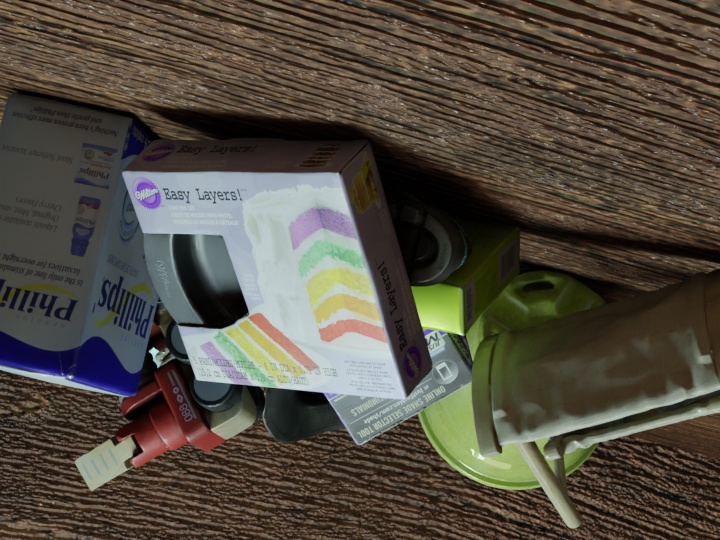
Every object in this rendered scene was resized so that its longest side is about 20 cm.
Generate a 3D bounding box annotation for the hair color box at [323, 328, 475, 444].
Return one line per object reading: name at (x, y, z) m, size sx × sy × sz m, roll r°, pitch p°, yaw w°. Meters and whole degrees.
hair color box at (0.024, 0.050, 1.241) m, size 0.065 × 0.109 × 0.200 m, roll 57°, pitch -171°, yaw -21°

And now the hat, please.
hat at (-0.031, 0.077, 1.493) m, size 0.200 × 0.201 × 0.081 m, roll 23°, pitch -155°, yaw -54°

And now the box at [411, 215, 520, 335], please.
box at (0.012, -0.008, 1.182) m, size 0.199 × 0.048 × 0.122 m, roll 10°, pitch -152°, yaw 25°

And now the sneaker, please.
sneaker at (-0.011, -0.037, 1.114) m, size 0.199 × 0.076 × 0.079 m, roll 22°, pitch -165°, yaw 21°

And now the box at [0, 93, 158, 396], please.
box at (-0.223, -0.012, 1.187) m, size 0.104 × 0.202 × 0.184 m, roll 11°, pitch 173°, yaw 9°

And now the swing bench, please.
swing bench at (0.210, 0.091, 1.172) m, size 0.198 × 0.131 × 0.200 m, roll -17°, pitch 148°, yaw 21°

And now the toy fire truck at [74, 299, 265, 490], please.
toy fire truck at (-0.209, 0.110, 1.428) m, size 0.199 × 0.177 × 0.129 m, roll -31°, pitch 160°, yaw 3°

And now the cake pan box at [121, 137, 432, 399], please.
cake pan box at (-0.061, -0.002, 1.073) m, size 0.199 × 0.185 × 0.052 m, roll 4°, pitch -148°, yaw 32°

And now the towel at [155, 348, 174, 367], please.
towel at (-0.119, 0.069, 1.599) m, size 0.132 × 0.035 × 0.200 m, roll 4°, pitch 153°, yaw -35°

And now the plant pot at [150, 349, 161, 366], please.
plant pot at (-0.213, 0.050, 1.745) m, size 0.200 × 0.202 × 0.161 m, roll 7°, pitch 160°, yaw 43°

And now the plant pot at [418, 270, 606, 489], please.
plant pot at (0.157, 0.089, 1.415) m, size 0.199 × 0.202 × 0.184 m, roll 13°, pitch 162°, yaw 0°
